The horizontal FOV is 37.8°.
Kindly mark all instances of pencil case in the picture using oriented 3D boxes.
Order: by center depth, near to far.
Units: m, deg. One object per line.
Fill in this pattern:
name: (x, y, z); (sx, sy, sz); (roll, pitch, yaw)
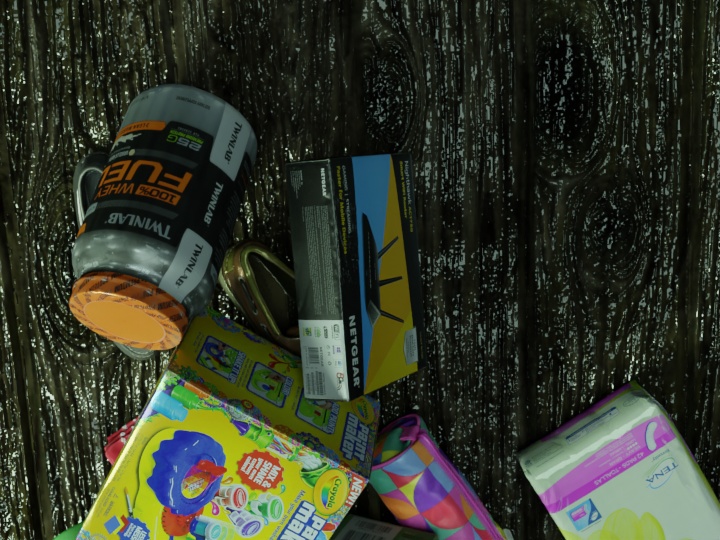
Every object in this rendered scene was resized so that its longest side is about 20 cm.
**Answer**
pencil case: (0.085, 0.238, 1.037); (0.088, 0.088, 0.201); (-39, 103, 4)

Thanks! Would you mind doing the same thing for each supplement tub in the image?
supplement tub: (-0.167, -0.044, 0.888); (0.121, 0.123, 0.203); (18, 61, -9)

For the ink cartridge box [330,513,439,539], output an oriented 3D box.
ink cartridge box: (0.032, 0.347, 1.036); (0.102, 0.059, 0.203); (6, 117, 32)

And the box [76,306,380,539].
box: (-0.113, 0.176, 0.934); (0.191, 0.122, 0.201); (28, 114, -7)

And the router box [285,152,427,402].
router box: (0.000, 0.000, 0.933); (0.050, 0.149, 0.204); (-1, 97, 30)

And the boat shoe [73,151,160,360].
boat shoe: (-0.226, -0.007, 0.968); (0.066, 0.057, 0.203); (-12, 103, -2)

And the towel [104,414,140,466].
towel: (-0.134, 0.174, 1.034); (0.198, 0.023, 0.146); (-32, 104, 2)

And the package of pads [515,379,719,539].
package of pads: (0.272, 0.230, 1.059); (0.153, 0.068, 0.201); (-32, 104, 4)

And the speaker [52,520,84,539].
speaker: (-0.225, 0.337, 0.987); (0.088, 0.088, 0.201); (-34, 70, 3)

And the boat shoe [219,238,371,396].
boat shoe: (-0.056, 0.057, 0.977); (0.200, 0.068, 0.072); (46, 72, -14)
